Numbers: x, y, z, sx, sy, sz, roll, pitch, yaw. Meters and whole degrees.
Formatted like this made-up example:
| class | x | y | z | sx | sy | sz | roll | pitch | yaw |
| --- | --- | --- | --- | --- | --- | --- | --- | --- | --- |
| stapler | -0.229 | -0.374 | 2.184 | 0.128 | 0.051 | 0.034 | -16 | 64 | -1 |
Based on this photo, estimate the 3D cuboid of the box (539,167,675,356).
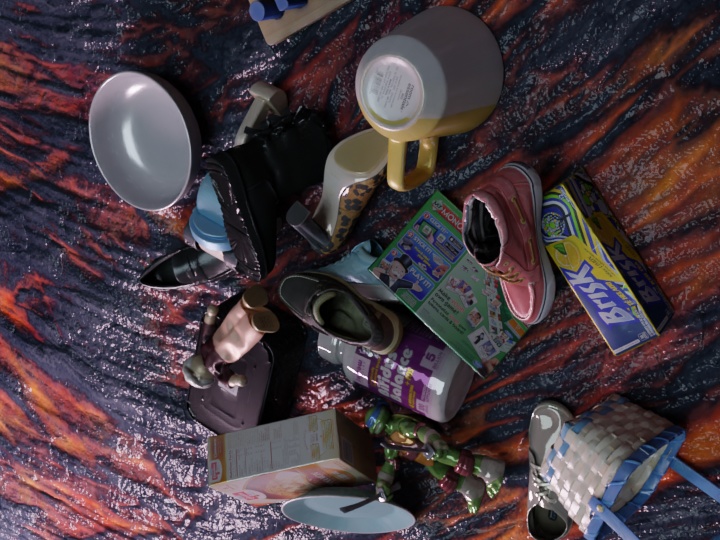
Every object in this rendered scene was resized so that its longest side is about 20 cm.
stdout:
| class | x | y | z | sx | sy | sz | roll | pitch | yaw |
| --- | --- | --- | --- | --- | --- | --- | --- | --- | --- |
| box | 0.273 | -0.010 | 1.041 | 0.064 | 0.070 | 0.202 | -34 | 88 | 40 |

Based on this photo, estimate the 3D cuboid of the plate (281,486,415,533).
| class | x | y | z | sx | sy | sz | roll | pitch | yaw |
| --- | --- | --- | --- | --- | --- | --- | --- | --- | --- |
| plate | -0.017 | 0.346 | 1.323 | 0.198 | 0.199 | 0.026 | -17 | 55 | 35 |

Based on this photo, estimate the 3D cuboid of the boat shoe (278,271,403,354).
| class | x | y | z | sx | sy | sz | roll | pitch | yaw |
| --- | --- | --- | --- | --- | --- | --- | --- | --- | --- |
| boat shoe | -0.036 | 0.046 | 1.161 | 0.199 | 0.066 | 0.073 | 26 | 93 | 35 |

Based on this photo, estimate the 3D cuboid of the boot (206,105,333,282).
| class | x | y | z | sx | sy | sz | roll | pitch | yaw |
| --- | --- | --- | --- | --- | --- | --- | --- | --- | --- |
| boot | -0.105 | -0.104 | 1.190 | 0.073 | 0.161 | 0.201 | 23 | 136 | 46 |

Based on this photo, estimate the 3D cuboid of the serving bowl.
| class | x | y | z | sx | sy | sz | roll | pitch | yaw |
| --- | --- | --- | --- | --- | --- | --- | --- | --- | --- |
| serving bowl | -0.305 | -0.194 | 1.335 | 0.197 | 0.066 | 0.204 | 12 | 115 | 27 |

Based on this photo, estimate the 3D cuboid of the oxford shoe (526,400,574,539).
| class | x | y | z | sx | sy | sz | roll | pitch | yaw |
| --- | --- | --- | --- | --- | --- | --- | --- | --- | --- |
| oxford shoe | 0.246 | 0.266 | 1.174 | 0.074 | 0.058 | 0.204 | 10 | 111 | 31 |

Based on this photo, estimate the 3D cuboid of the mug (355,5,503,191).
| class | x | y | z | sx | sy | sz | roll | pitch | yaw |
| --- | --- | --- | --- | --- | --- | --- | --- | --- | --- |
| mug | 0.076 | -0.199 | 1.042 | 0.148 | 0.153 | 0.189 | -16 | 100 | 34 |

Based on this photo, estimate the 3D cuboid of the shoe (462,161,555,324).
| class | x | y | z | sx | sy | sz | roll | pitch | yaw |
| --- | --- | --- | --- | --- | --- | --- | --- | --- | --- |
| shoe | 0.163 | -0.014 | 1.023 | 0.071 | 0.090 | 0.203 | 18 | 129 | 42 |

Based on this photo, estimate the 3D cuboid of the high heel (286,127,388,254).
| class | x | y | z | sx | sy | sz | roll | pitch | yaw |
| --- | --- | --- | --- | --- | --- | --- | --- | --- | --- |
| high heel | -0.001 | -0.107 | 1.198 | 0.199 | 0.143 | 0.072 | -42 | 66 | 3 |

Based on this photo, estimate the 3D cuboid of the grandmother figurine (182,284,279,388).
| class | x | y | z | sx | sy | sz | roll | pitch | yaw |
| --- | --- | --- | --- | --- | --- | --- | --- | --- | --- |
| grandmother figurine | -0.188 | 0.109 | 1.274 | 0.200 | 0.060 | 0.123 | -40 | 58 | 39 |

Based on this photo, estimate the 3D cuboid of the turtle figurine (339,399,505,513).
| class | x | y | z | sx | sy | sz | roll | pitch | yaw |
| --- | --- | --- | --- | --- | --- | --- | --- | --- | --- |
| turtle figurine | 0.081 | 0.271 | 1.197 | 0.191 | 0.200 | 0.146 | 25 | 107 | -5 |

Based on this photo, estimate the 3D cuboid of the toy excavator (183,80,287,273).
| class | x | y | z | sx | sy | sz | roll | pitch | yaw |
| --- | --- | --- | --- | --- | --- | --- | --- | --- | --- |
| toy excavator | -0.160 | -0.128 | 1.239 | 0.099 | 0.195 | 0.202 | 28 | 149 | 19 |

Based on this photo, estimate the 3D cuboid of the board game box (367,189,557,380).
| class | x | y | z | sx | sy | sz | roll | pitch | yaw |
| --- | --- | --- | --- | --- | --- | --- | --- | --- | --- |
| board game box | 0.125 | 0.017 | 1.128 | 0.200 | 0.029 | 0.135 | 43 | 89 | 11 |

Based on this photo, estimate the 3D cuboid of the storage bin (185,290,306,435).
| class | x | y | z | sx | sy | sz | roll | pitch | yaw |
| --- | --- | --- | --- | --- | --- | --- | --- | --- | --- |
| storage bin | -0.174 | 0.151 | 1.370 | 0.134 | 0.093 | 0.203 | 27 | 121 | 21 |

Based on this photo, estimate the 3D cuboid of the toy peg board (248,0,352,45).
| class | x | y | z | sx | sy | sz | roll | pitch | yaw |
| --- | --- | --- | --- | --- | --- | --- | --- | --- | --- |
| toy peg board | -0.100 | -0.404 | 1.107 | 0.198 | 0.097 | 0.202 | -18 | 98 | 36 |

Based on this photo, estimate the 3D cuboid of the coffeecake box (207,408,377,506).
| class | x | y | z | sx | sy | sz | roll | pitch | yaw |
| --- | --- | --- | --- | --- | --- | --- | --- | --- | --- |
| coffeecake box | -0.095 | 0.269 | 1.291 | 0.197 | 0.154 | 0.074 | -15 | 62 | 16 |

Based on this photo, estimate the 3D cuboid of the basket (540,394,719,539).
| class | x | y | z | sx | sy | sz | roll | pitch | yaw |
| --- | --- | --- | --- | --- | --- | --- | --- | --- | --- |
| basket | 0.325 | 0.249 | 1.050 | 0.199 | 0.174 | 0.141 | 37 | 125 | 37 |

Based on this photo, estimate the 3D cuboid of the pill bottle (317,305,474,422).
| class | x | y | z | sx | sy | sz | roll | pitch | yaw |
| --- | --- | --- | --- | --- | --- | --- | --- | --- | --- |
| pill bottle | 0.045 | 0.113 | 1.206 | 0.197 | 0.112 | 0.114 | 20 | 118 | 24 |

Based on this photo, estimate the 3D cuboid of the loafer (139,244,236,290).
| class | x | y | z | sx | sy | sz | roll | pitch | yaw |
| --- | --- | --- | --- | --- | --- | --- | --- | --- | --- |
| loafer | -0.252 | -0.005 | 1.371 | 0.198 | 0.070 | 0.069 | -13 | 102 | 35 |

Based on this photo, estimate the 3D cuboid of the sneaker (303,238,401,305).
| class | x | y | z | sx | sy | sz | roll | pitch | yaw |
| --- | --- | --- | --- | --- | --- | --- | --- | --- | --- |
| sneaker | 0.000 | 0.000 | 1.230 | 0.197 | 0.073 | 0.084 | 4 | 81 | 35 |
